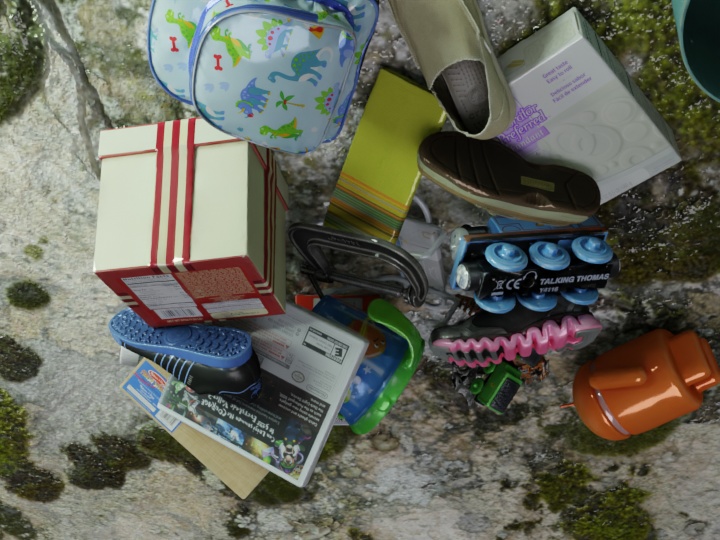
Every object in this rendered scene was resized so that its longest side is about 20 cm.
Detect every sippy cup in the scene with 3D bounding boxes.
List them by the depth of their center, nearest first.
[{"bbox_3d":[-0.014,0.102,1.204,0.130,0.140,0.178,34,99,-5],"label":"sippy cup"}]

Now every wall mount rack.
[{"bbox_3d":[0.027,-0.011,1.210,0.173,0.075,0.200,17,143,31],"label":"wall mount rack"}]

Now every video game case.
[{"bbox_3d":[-0.112,0.118,1.155,0.200,0.023,0.182,26,98,15],"label":"video game case"}]

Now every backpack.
[{"bbox_3d":[-0.095,-0.215,0.947,0.200,0.147,0.183,15,130,-9],"label":"backpack"}]

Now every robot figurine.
[{"bbox_3d":[0.362,0.149,1.334,0.200,0.144,0.117,-31,95,28],"label":"robot figurine"}]

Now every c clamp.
[{"bbox_3d":[0.000,0.000,1.159,0.200,0.027,0.171,10,149,38],"label":"c clamp"}]

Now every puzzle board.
[{"bbox_3d":[-0.162,0.147,1.201,0.200,0.017,0.151,42,99,1],"label":"puzzle board"}]

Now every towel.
[{"bbox_3d":[0.027,-0.110,1.091,0.086,0.018,0.200,29,122,11],"label":"towel"}]

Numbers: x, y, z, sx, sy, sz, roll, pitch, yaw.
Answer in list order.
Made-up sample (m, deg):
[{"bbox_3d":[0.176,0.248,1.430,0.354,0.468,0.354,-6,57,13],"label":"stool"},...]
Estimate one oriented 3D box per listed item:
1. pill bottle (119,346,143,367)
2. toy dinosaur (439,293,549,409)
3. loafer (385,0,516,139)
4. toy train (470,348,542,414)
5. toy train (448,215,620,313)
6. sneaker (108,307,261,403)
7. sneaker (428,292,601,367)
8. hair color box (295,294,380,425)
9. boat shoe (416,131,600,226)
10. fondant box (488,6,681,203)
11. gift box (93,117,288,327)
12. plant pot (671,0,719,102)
[{"bbox_3d":[-0.190,0.086,1.272,0.200,0.116,0.116,10,135,-9],"label":"pill bottle"},{"bbox_3d":[0.168,0.090,1.314,0.136,0.102,0.200,-33,109,11],"label":"toy dinosaur"},{"bbox_3d":[0.086,-0.211,0.969,0.076,0.068,0.200,-27,105,24],"label":"loafer"},{"bbox_3d":[0.202,0.084,1.246,0.042,0.056,0.200,31,92,-29],"label":"toy train"},{"bbox_3d":[0.189,-0.015,1.143,0.200,0.114,0.087,-5,129,-19],"label":"toy train"},{"bbox_3d":[-0.195,0.095,1.133,0.200,0.070,0.078,14,131,33],"label":"sneaker"},{"bbox_3d":[0.174,0.053,1.193,0.200,0.096,0.079,-9,158,-2],"label":"sneaker"},{"bbox_3d":[-0.028,0.121,1.344,0.111,0.064,0.200,0,133,-1],"label":"hair color box"},{"bbox_3d":[0.145,-0.082,1.064,0.200,0.072,0.076,19,153,-11],"label":"boat shoe"},{"bbox_3d":[0.219,-0.155,1.068,0.144,0.058,0.200,-30,126,28],"label":"fondant box"},{"bbox_3d":[-0.176,-0.053,1.089,0.184,0.187,0.200,-4,157,4],"label":"gift box"},{"bbox_3d":[0.361,-0.265,0.883,0.200,0.161,0.201,0,136,0],"label":"plant pot"}]
